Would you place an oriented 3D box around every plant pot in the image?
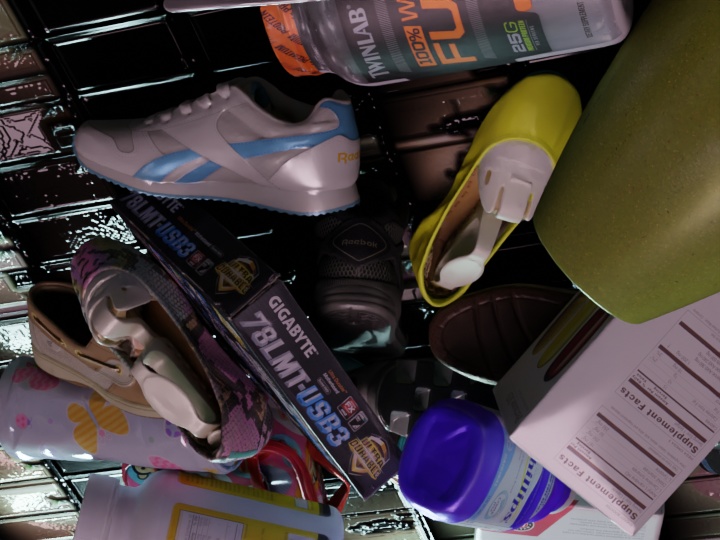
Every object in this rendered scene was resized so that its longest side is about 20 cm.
[{"bbox_3d":[0.200,-0.069,0.948,0.187,0.187,0.200,34,115,-25],"label":"plant pot"}]

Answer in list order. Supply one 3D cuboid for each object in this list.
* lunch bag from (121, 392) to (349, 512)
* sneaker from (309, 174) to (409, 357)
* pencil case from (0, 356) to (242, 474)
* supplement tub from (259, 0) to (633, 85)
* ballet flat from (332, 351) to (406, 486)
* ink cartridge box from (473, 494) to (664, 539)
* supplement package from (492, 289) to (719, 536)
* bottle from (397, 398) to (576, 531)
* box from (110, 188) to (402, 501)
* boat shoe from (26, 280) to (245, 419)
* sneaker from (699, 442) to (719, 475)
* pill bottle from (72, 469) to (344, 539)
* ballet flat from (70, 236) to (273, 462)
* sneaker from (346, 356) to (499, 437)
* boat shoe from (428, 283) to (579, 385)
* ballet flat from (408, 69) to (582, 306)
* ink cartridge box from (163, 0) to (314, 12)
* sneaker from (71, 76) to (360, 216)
[{"bbox_3d":[-0.094,0.187,1.377,0.176,0.082,0.200,-6,134,8],"label":"lunch bag"},{"bbox_3d":[0.000,0.000,1.175,0.076,0.114,0.199,5,164,3],"label":"sneaker"},{"bbox_3d":[-0.182,0.111,1.277,0.200,0.091,0.083,1,93,23],"label":"pencil case"},{"bbox_3d":[0.048,-0.174,0.942,0.200,0.123,0.123,-9,134,16],"label":"supplement tub"},{"bbox_3d":[0.009,0.130,1.320,0.200,0.068,0.072,37,148,-32],"label":"ballet flat"},{"bbox_3d":[0.166,0.221,1.366,0.145,0.083,0.200,5,137,3],"label":"ink cartridge box"},{"bbox_3d":[0.196,0.054,1.090,0.110,0.114,0.200,39,98,-9],"label":"supplement package"},{"bbox_3d":[0.098,0.143,1.173,0.065,0.084,0.200,21,178,31],"label":"bottle"},{"bbox_3d":[-0.070,0.041,1.142,0.050,0.198,0.200,-41,128,-9],"label":"box"},{"bbox_3d":[-0.173,0.054,1.215,0.200,0.074,0.066,11,131,31],"label":"boat shoe"},{"bbox_3d":[0.314,0.134,1.280,0.200,0.073,0.082,29,154,-19],"label":"sneaker"},{"bbox_3d":[-0.120,0.217,1.272,0.200,0.112,0.112,14,136,-7],"label":"pill bottle"},{"bbox_3d":[-0.141,0.053,1.132,0.200,0.071,0.069,47,114,14],"label":"ballet flat"},{"bbox_3d":[0.071,0.098,1.268,0.200,0.074,0.088,16,174,-34],"label":"sneaker"},{"bbox_3d":[0.150,0.047,1.189,0.202,0.075,0.075,0,179,1],"label":"boat shoe"},{"bbox_3d":[0.090,-0.045,1.110,0.067,0.067,0.200,21,135,-14],"label":"ballet flat"},{"bbox_3d":[-0.039,-0.222,0.847,0.116,0.200,0.067,-3,135,11],"label":"ink cartridge box"},{"bbox_3d":[-0.095,-0.089,1.095,0.200,0.077,0.081,6,106,14],"label":"sneaker"}]
